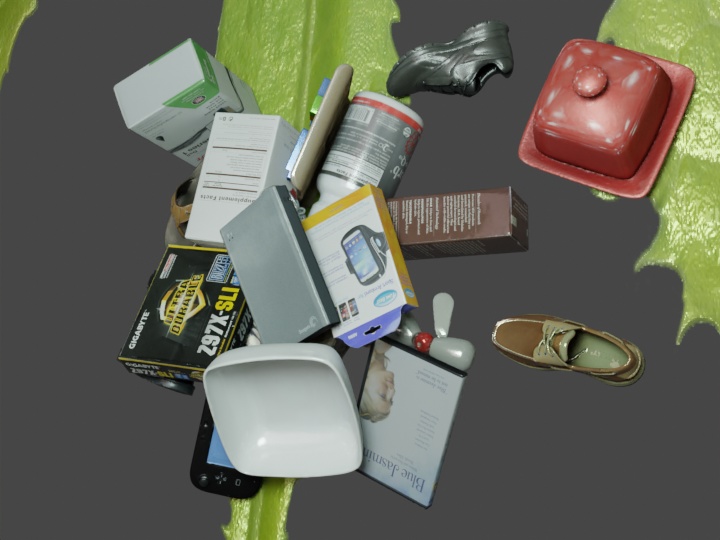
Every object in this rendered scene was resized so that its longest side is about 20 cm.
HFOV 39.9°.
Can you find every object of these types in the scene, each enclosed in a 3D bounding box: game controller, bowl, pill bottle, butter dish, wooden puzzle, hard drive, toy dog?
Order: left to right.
[{"bbox_3d":[-0.177,0.227,1.417,0.103,0.042,0.202,14,100,4],"label":"game controller"},{"bbox_3d":[-0.112,0.005,1.348,0.139,0.033,0.201,-33,76,43],"label":"hard drive"},{"bbox_3d":[-0.095,0.178,1.331,0.198,0.201,0.075,-4,31,16],"label":"bowl"},{"bbox_3d":[-0.064,-0.193,1.437,0.046,0.200,0.187,22,85,3],"label":"wooden puzzle"},{"bbox_3d":[0.005,-0.147,1.441,0.115,0.116,0.201,22,85,27],"label":"pill bottle"},{"bbox_3d":[0.073,0.080,1.366,0.200,0.096,0.132,45,120,16],"label":"toy dog"},{"bbox_3d":[0.313,-0.225,1.311,0.198,0.148,0.201,23,85,28],"label":"butter dish"}]

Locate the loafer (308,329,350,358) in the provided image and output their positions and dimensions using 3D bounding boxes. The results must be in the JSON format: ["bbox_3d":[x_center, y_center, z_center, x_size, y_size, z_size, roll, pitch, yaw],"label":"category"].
[{"bbox_3d":[-0.060,0.109,1.419,0.068,0.076,0.201,25,87,21],"label":"loafer"}]

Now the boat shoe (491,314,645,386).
[{"bbox_3d":[0.266,0.095,1.282,0.198,0.074,0.076,10,79,25],"label":"boat shoe"}]

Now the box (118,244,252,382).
[{"bbox_3d":[-0.235,0.060,1.423,0.158,0.049,0.201,6,56,18],"label":"box"}]

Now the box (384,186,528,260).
[{"bbox_3d":[0.125,-0.062,1.372,0.198,0.100,0.076,-2,78,22],"label":"box"}]

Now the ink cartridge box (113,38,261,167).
[{"bbox_3d":[-0.260,-0.254,1.542,0.145,0.200,0.085,-28,69,14],"label":"ink cartridge box"}]

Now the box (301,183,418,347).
[{"bbox_3d":[0.000,0.000,1.324,0.118,0.041,0.202,-26,70,25],"label":"box"}]

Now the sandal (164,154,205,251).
[{"bbox_3d":[-0.263,-0.112,1.575,0.082,0.054,0.201,36,101,28],"label":"sandal"}]

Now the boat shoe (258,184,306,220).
[{"bbox_3d":[-0.091,-0.033,1.392,0.074,0.065,0.204,-8,73,-25],"label":"boat shoe"}]

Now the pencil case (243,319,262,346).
[{"bbox_3d":[-0.149,0.097,1.459,0.089,0.078,0.200,44,96,6],"label":"pencil case"}]

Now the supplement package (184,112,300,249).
[{"bbox_3d":[-0.166,-0.122,1.505,0.119,0.121,0.202,7,79,25],"label":"supplement package"}]

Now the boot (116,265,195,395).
[{"bbox_3d":[-0.287,0.085,1.501,0.200,0.076,0.169,18,84,53],"label":"boot"}]

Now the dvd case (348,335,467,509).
[{"bbox_3d":[0.056,0.201,1.330,0.142,0.018,0.202,22,110,27],"label":"dvd case"}]

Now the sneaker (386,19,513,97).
[{"bbox_3d":[0.131,-0.291,1.454,0.199,0.076,0.092,-20,75,20],"label":"sneaker"}]
